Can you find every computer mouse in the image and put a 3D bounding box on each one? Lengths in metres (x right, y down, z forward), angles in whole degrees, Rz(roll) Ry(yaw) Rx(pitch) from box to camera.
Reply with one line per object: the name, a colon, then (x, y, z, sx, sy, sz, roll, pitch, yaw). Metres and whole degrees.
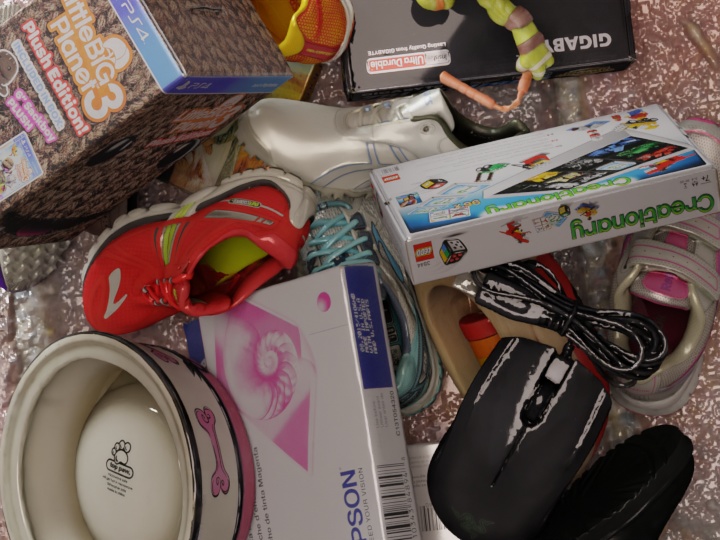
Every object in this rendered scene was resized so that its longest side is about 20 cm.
computer mouse: (0.095, 0.098, 1.493, 0.138, 0.053, 0.201, 25, 117, 7)

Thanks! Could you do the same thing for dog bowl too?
dog bowl: (-0.152, 0.139, 1.588, 0.199, 0.073, 0.202, 2, 93, 44)

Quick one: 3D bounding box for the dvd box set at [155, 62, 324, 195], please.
dvd box set: (-0.098, -0.153, 1.653, 0.146, 0.029, 0.201, 25, 92, 9)

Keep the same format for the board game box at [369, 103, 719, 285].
board game box: (0.113, -0.050, 1.500, 0.198, 0.126, 0.035, -13, 114, -5)

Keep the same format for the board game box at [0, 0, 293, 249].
board game box: (-0.170, -0.107, 1.491, 0.199, 0.159, 0.097, -35, 81, 22)

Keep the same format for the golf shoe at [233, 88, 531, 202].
golf shoe: (0.019, -0.092, 1.577, 0.199, 0.079, 0.098, 14, 129, -13)

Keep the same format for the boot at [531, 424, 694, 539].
boot: (0.181, 0.219, 1.549, 0.198, 0.073, 0.162, -45, 108, -2)

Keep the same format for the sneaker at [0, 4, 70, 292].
sneaker: (-0.259, -0.087, 1.661, 0.099, 0.069, 0.202, 8, 107, 40)

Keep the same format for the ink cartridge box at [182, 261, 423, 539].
ink cartridge box: (-0.052, 0.111, 1.570, 0.199, 0.043, 0.198, -18, 80, 43)

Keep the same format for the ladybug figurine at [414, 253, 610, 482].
ladybug figurine: (0.106, 0.047, 1.567, 0.072, 0.135, 0.201, -33, 108, -25)

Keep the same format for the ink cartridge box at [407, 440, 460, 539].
ink cartridge box: (0.036, 0.217, 1.596, 0.115, 0.068, 0.202, -6, 86, 9)

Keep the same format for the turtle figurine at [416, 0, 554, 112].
turtle figurine: (0.088, -0.220, 1.546, 0.161, 0.064, 0.201, -34, 85, -7)

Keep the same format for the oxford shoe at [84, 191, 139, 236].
oxford shoe: (-0.148, -0.118, 1.613, 0.072, 0.071, 0.201, 23, 102, 6)

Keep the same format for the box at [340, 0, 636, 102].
box: (0.075, -0.224, 1.604, 0.198, 0.050, 0.200, -6, 85, -2)

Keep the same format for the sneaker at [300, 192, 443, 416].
sneaker: (0.000, 0.000, 1.601, 0.077, 0.086, 0.201, -26, 81, 7)

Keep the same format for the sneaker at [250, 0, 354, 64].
sneaker: (-0.080, -0.216, 1.579, 0.200, 0.077, 0.073, 48, 116, 29)

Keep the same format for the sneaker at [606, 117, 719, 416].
sneaker: (0.209, -0.002, 1.568, 0.081, 0.088, 0.202, 10, 89, 9)

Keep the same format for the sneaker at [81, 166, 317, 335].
sneaker: (-0.116, -0.001, 1.569, 0.199, 0.085, 0.077, -28, 123, 33)
